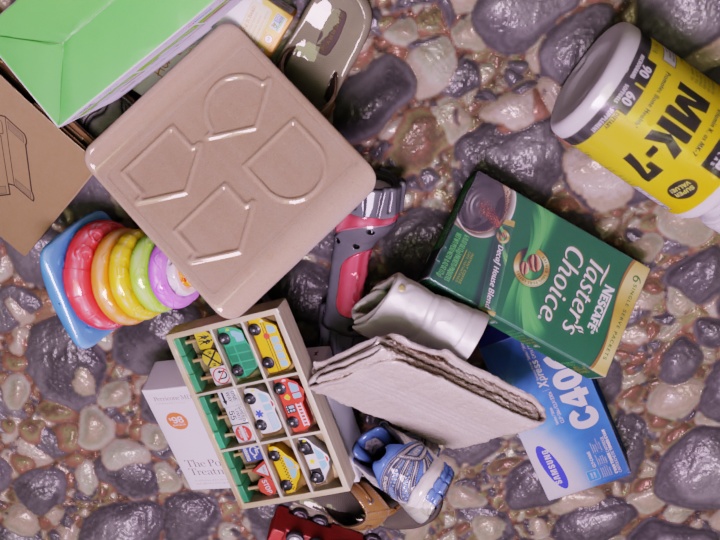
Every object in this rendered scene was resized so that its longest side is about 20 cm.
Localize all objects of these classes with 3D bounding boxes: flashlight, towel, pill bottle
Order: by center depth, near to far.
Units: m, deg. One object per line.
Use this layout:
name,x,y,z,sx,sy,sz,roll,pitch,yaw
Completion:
pill bottle,0.279,-0.119,0.941,0.199,0.114,0.115,31,113,-9
towel,0.060,0.116,0.995,0.199,0.035,0.132,28,148,-28
flashlight,0.000,0.000,1.048,0.067,0.068,0.202,3,115,-9

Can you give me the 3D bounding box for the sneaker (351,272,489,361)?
sneaker,0.042,0.064,1.039,0.115,0.074,0.200,28,150,0

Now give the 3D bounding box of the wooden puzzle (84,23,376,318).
wooden puzzle,-0.114,-0.088,0.944,0.185,0.046,0.200,-43,85,-3

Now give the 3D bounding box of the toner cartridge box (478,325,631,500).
toner cartridge box,0.202,0.137,1.102,0.094,0.043,0.201,-21,111,16

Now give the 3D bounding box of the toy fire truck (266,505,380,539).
toy fire truck,-0.075,0.347,1.220,0.198,0.049,0.142,20,115,-5

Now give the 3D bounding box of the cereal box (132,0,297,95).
cereal box,-0.178,-0.231,0.974,0.199,0.040,0.144,31,112,-9

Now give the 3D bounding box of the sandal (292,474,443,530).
sandal,-0.009,0.249,1.166,0.198,0.055,0.082,14,115,-1

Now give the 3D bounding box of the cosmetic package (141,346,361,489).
cosmetic package,-0.108,0.158,1.109,0.198,0.052,0.152,-7,123,18

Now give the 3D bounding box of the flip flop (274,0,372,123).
flip flop,-0.048,-0.167,0.980,0.081,0.058,0.201,26,114,-6

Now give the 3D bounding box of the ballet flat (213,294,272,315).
ballet flat,-0.127,0.033,1.075,0.067,0.064,0.201,-18,112,13

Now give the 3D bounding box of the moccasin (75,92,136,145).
moccasin,-0.267,-0.155,1.004,0.200,0.078,0.074,27,99,-3

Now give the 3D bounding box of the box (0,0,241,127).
box,-0.174,-0.220,0.858,0.199,0.177,0.097,-36,102,11

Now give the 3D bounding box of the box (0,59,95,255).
box,-0.344,-0.114,1.009,0.163,0.021,0.200,42,137,-12

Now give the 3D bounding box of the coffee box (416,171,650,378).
coffee box,0.167,0.005,1.013,0.199,0.044,0.124,30,76,-8

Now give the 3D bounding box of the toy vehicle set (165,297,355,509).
toy vehicle set,-0.096,0.133,1.034,0.123,0.027,0.201,-15,107,20

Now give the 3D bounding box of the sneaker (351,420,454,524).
sneaker,0.033,0.184,1.066,0.085,0.200,0.077,36,83,-7

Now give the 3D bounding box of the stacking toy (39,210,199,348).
stacking toy,-0.193,0.002,1.010,0.199,0.110,0.117,-4,116,31
